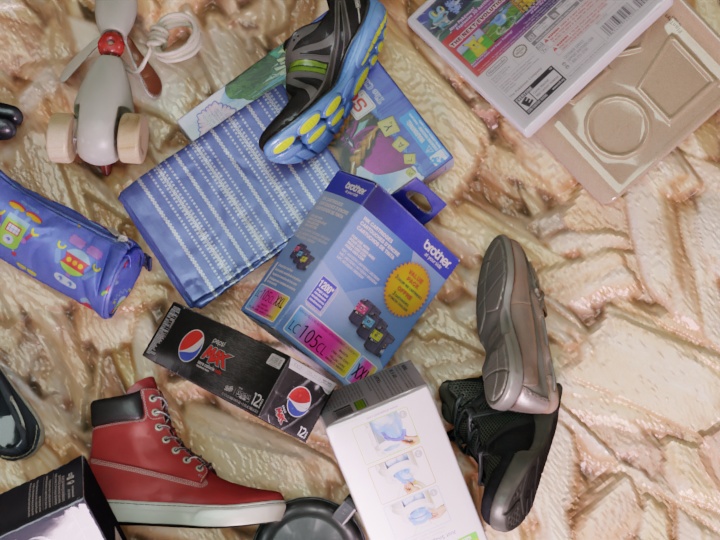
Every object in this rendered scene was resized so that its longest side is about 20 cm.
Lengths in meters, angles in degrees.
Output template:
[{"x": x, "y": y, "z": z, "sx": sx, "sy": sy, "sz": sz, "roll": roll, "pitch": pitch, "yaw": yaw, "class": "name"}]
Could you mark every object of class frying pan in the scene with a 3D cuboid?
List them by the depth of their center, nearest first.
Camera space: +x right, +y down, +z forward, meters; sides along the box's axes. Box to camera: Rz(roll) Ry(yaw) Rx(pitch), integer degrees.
[{"x": -0.017, "y": 0.257, "z": 1.732, "sx": 0.190, "sy": 0.031, "sz": 0.115, "roll": -29, "pitch": 81, "yaw": 0, "class": "frying pan"}]

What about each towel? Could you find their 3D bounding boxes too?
[{"x": -0.119, "y": -0.071, "z": 1.756, "sx": 0.200, "sy": 0.024, "sz": 0.145, "roll": -34, "pitch": 79, "yaw": -5, "class": "towel"}]

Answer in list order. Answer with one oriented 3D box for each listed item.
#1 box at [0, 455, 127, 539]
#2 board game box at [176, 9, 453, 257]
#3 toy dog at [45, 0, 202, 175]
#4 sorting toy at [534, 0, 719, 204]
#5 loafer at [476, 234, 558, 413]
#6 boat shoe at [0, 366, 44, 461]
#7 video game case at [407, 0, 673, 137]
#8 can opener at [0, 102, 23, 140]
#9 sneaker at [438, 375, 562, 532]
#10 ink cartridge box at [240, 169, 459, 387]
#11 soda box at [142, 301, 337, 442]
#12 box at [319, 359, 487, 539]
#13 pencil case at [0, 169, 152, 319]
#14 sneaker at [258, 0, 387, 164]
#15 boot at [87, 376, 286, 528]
[{"x": -0.294, "y": 0.306, "z": 1.652, "sx": 0.182, "sy": 0.104, "sz": 0.200, "roll": -25, "pitch": 109, "yaw": -1, "class": "box"}, {"x": -0.045, "y": -0.126, "z": 1.791, "sx": 0.199, "sy": 0.041, "sz": 0.200, "roll": -37, "pitch": 81, "yaw": -4, "class": "board game box"}, {"x": -0.247, "y": -0.175, "z": 1.796, "sx": 0.132, "sy": 0.096, "sz": 0.200, "roll": 24, "pitch": 67, "yaw": 9, "class": "toy dog"}, {"x": 0.257, "y": -0.194, "z": 1.800, "sx": 0.200, "sy": 0.036, "sz": 0.185, "roll": -42, "pitch": 81, "yaw": -1, "class": "sorting toy"}, {"x": 0.151, "y": 0.055, "z": 1.720, "sx": 0.063, "sy": 0.072, "sz": 0.200, "roll": 17, "pitch": 47, "yaw": -18, "class": "loafer"}, {"x": -0.388, "y": 0.105, "z": 1.751, "sx": 0.075, "sy": 0.062, "sz": 0.200, "roll": -38, "pitch": 81, "yaw": -3, "class": "boat shoe"}, {"x": 0.177, "y": -0.257, "z": 1.789, "sx": 0.200, "sy": 0.023, "sz": 0.182, "roll": -43, "pitch": 66, "yaw": -1, "class": "video game case"}, {"x": -0.439, "y": -0.158, "z": 1.809, "sx": 0.200, "sy": 0.079, "sz": 0.063, "roll": 1, "pitch": 41, "yaw": -1, "class": "can opener"}, {"x": 0.117, "y": 0.166, "z": 1.681, "sx": 0.114, "sy": 0.076, "sz": 0.200, "roll": 10, "pitch": 37, "yaw": 11, "class": "sneaker"}, {"x": 0.000, "y": 0.000, "z": 1.718, "sx": 0.136, "sy": 0.076, "sz": 0.200, "roll": 40, "pitch": 80, "yaw": -35, "class": "ink cartridge box"}, {"x": -0.115, "y": 0.093, "z": 1.683, "sx": 0.200, "sy": 0.071, "sz": 0.063, "roll": 22, "pitch": 82, "yaw": 49, "class": "soda box"}, {"x": 0.043, "y": 0.201, "z": 1.665, "sx": 0.101, "sy": 0.112, "sz": 0.200, "roll": -22, "pitch": 101, "yaw": -3, "class": "box"}, {"x": -0.306, "y": -0.032, "z": 1.763, "sx": 0.200, "sy": 0.078, "sz": 0.087, "roll": 29, "pitch": 111, "yaw": 6, "class": "pencil case"}, {"x": -0.045, "y": -0.186, "z": 1.744, "sx": 0.083, "sy": 0.071, "sz": 0.200, "roll": 22, "pitch": 68, "yaw": 17, "class": "sneaker"}, {"x": -0.167, "y": 0.175, "z": 1.727, "sx": 0.200, "sy": 0.072, "sz": 0.145, "roll": 3, "pitch": 78, "yaw": 8, "class": "boot"}]
